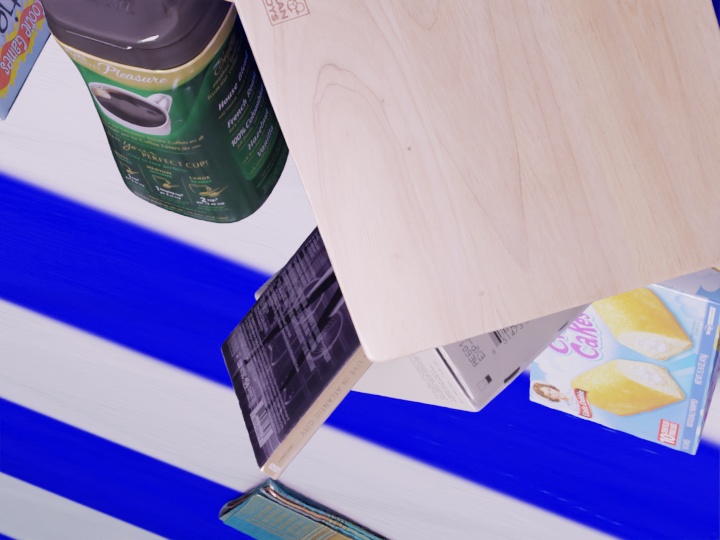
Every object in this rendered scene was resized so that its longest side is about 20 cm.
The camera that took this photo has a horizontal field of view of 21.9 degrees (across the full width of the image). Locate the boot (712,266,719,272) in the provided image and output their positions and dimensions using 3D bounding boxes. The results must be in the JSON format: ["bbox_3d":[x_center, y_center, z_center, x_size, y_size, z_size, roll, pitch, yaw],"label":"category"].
[{"bbox_3d":[0.184,-0.057,0.929,0.198,0.073,0.155,22,157,-12],"label":"boot"}]

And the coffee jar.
[{"bbox_3d":[-0.108,-0.115,1.058,0.103,0.086,0.200,18,155,19],"label":"coffee jar"}]

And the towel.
[{"bbox_3d":[-0.030,0.262,1.794,0.199,0.022,0.147,27,155,-12],"label":"towel"}]

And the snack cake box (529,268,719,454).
[{"bbox_3d":[0.163,0.025,1.119,0.114,0.068,0.201,16,153,14],"label":"snack cake box"}]

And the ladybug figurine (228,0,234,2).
[{"bbox_3d":[-0.053,-0.198,0.866,0.135,0.072,0.200,24,154,-1],"label":"ladybug figurine"}]

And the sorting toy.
[{"bbox_3d":[0.067,-0.084,0.853,0.197,0.070,0.202,-16,108,12],"label":"sorting toy"}]

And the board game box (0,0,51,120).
[{"bbox_3d":[-0.287,-0.165,1.093,0.198,0.106,0.103,7,150,30],"label":"board game box"}]

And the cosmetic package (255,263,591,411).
[{"bbox_3d":[0.032,0.014,1.061,0.073,0.103,0.199,56,157,-18],"label":"cosmetic package"}]

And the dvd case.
[{"bbox_3d":[0.000,0.000,0.997,0.016,0.200,0.149,34,-168,-23],"label":"dvd case"}]
